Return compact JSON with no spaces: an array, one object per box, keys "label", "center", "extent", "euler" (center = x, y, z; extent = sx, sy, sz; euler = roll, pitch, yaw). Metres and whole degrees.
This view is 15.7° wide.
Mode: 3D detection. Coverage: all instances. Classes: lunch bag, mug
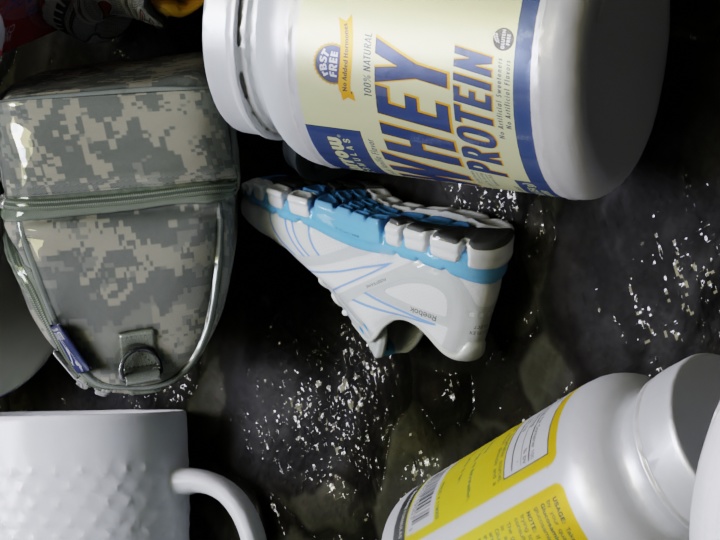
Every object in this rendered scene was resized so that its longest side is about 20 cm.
[{"label":"lunch bag","center":[-0.132,-0.028,1.467],"extent":[0.200,0.138,0.169],"euler":[-117,20,-80]},{"label":"mug","center":[-0.149,0.171,1.528],"extent":[0.199,0.148,0.177],"euler":[-2,88,16]}]

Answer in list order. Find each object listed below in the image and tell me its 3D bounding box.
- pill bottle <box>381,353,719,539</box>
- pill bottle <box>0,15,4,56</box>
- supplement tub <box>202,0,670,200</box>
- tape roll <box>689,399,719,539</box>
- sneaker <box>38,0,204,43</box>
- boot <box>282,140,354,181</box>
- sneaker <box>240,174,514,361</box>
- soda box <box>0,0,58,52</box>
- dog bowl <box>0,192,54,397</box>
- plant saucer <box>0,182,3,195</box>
[{"label":"pill bottle","center":[0.110,0.119,1.250],"extent":[0.200,0.112,0.113],"euler":[-35,63,41]},{"label":"pill bottle","center":[-0.255,-0.097,1.422],"extent":[0.108,0.108,0.201],"euler":[10,88,48]},{"label":"supplement tub","center":[0.038,-0.117,1.277],"extent":[0.199,0.145,0.146],"euler":[8,94,24]},{"label":"tape roll","center":[0.253,0.113,1.072],"extent":[0.202,0.139,0.204],"euler":[-3,87,47]},{"label":"sneaker","center":[-0.134,-0.169,1.535],"extent":[0.078,0.082,0.200],"euler":[-51,3,-17]},{"label":"boot","center":[-0.027,-0.172,1.444],"extent":[0.168,0.076,0.201],"euler":[39,113,40]},{"label":"sneaker","center":[0.000,0.000,1.413],"extent":[0.200,0.075,0.087],"euler":[22,113,49]},{"label":"soda box","center":[-0.218,-0.178,1.570],"extent":[0.063,0.200,0.070],"euler":[24,109,8]},{"label":"dog bowl","center":[-0.277,-0.008,1.622],"extent":[0.079,0.199,0.202],"euler":[-14,77,45]},{"label":"plant saucer","center":[-0.305,-0.053,1.513],"extent":[0.199,0.036,0.201],"euler":[-3,76,13]}]
